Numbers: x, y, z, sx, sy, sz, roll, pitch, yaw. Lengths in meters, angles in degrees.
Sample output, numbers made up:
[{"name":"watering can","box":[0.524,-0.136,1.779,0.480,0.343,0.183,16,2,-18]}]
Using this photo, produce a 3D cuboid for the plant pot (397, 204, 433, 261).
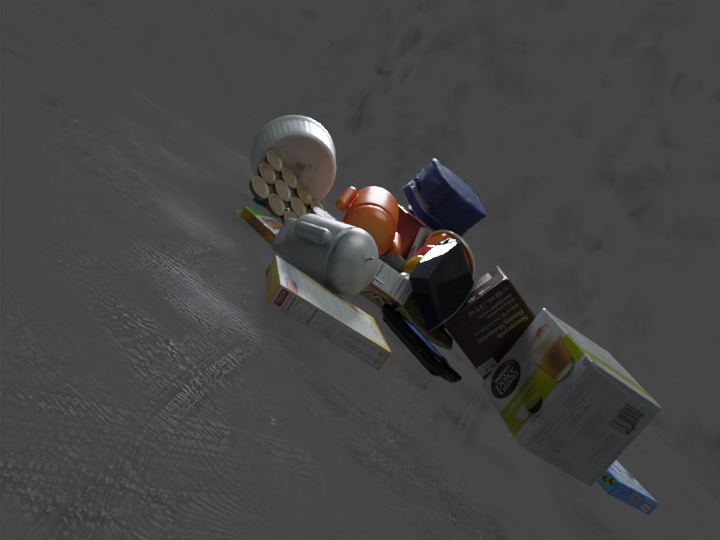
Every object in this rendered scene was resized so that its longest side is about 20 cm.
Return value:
[{"name":"plant pot","box":[0.115,-0.043,1.668,0.199,0.177,0.200,28,12,-41]}]

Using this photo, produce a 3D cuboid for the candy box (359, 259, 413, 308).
[{"name":"candy box","box":[0.000,0.000,1.309,0.199,0.056,0.115,35,-15,-9]}]

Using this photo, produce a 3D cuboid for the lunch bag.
[{"name":"lunch bag","box":[0.196,-0.165,1.621,0.199,0.132,0.137,31,27,-37]}]

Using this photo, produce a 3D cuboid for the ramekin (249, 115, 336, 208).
[{"name":"ramekin","box":[-0.148,-0.237,1.482,0.199,0.201,0.098,32,17,-24]}]

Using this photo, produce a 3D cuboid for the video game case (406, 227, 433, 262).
[{"name":"video game case","box":[0.176,0.018,1.599,0.199,0.184,0.022,28,-6,-41]}]

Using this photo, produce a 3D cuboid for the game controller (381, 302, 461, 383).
[{"name":"game controller","box":[0.113,0.135,1.238,0.104,0.042,0.200,27,15,-44]}]

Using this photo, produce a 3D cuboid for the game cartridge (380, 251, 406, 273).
[{"name":"game cartridge","box":[0.018,-0.045,1.522,0.199,0.042,0.133,21,-22,42]}]

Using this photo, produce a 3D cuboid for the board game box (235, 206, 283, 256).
[{"name":"board game box","box":[-0.150,-0.058,1.261,0.199,0.030,0.095,39,9,24]}]

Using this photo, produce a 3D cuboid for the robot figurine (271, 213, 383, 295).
[{"name":"robot figurine","box":[-0.052,-0.027,1.104,0.198,0.114,0.170,19,-15,29]}]

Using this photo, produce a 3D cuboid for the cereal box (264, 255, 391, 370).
[{"name":"cereal box","box":[-0.054,0.061,1.001,0.199,0.040,0.144,33,10,-18]}]

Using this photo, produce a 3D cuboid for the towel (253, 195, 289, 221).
[{"name":"towel","box":[-0.153,-0.114,1.522,0.199,0.022,0.147,38,10,-4]}]

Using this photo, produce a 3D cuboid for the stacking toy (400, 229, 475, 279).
[{"name":"stacking toy","box":[0.143,0.009,1.448,0.199,0.147,0.146,-28,57,-36]}]

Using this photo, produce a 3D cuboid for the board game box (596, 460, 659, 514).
[{"name":"board game box","box":[0.503,0.404,1.369,0.150,0.037,0.200,31,12,-30]}]

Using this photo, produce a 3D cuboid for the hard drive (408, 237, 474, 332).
[{"name":"hard drive","box":[0.171,0.023,1.335,0.200,0.042,0.136,-41,116,-51]}]

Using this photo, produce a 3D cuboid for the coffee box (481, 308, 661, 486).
[{"name":"coffee box","box":[0.387,0.234,1.239,0.199,0.201,0.198,31,15,-23]}]

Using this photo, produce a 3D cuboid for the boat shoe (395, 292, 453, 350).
[{"name":"boat shoe","box":[0.140,0.096,1.442,0.073,0.063,0.201,27,14,-44]}]

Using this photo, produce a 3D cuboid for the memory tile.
[{"name":"memory tile","box":[-0.151,-0.148,1.391,0.200,0.017,0.154,48,35,-27]}]

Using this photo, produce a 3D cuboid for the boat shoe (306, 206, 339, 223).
[{"name":"boat shoe","box":[-0.055,-0.049,1.404,0.200,0.076,0.072,43,22,-26]}]

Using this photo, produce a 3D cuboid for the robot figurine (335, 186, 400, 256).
[{"name":"robot figurine","box":[0.019,-0.101,1.375,0.201,0.115,0.145,-77,157,-61]}]

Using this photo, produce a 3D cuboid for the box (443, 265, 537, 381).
[{"name":"box","box":[0.293,0.126,1.409,0.201,0.165,0.164,53,9,-4]}]
